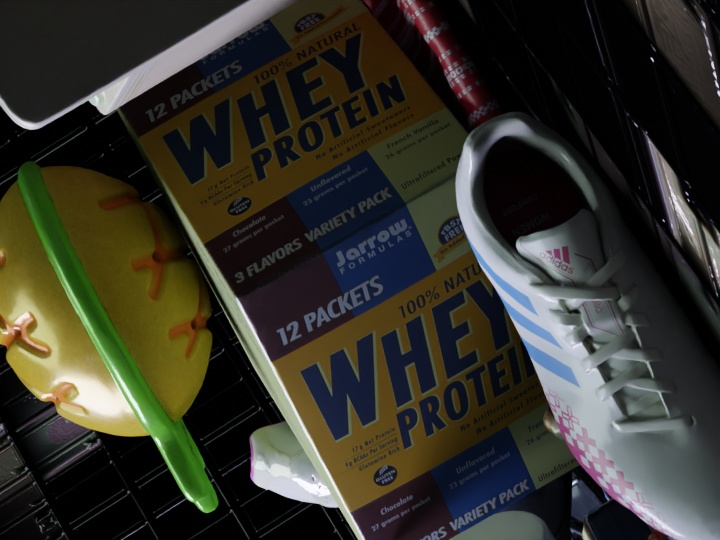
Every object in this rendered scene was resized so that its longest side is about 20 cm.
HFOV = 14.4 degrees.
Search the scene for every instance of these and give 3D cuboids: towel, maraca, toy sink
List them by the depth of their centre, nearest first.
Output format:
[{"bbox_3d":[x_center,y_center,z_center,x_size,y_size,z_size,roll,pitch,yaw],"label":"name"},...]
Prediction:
[{"bbox_3d":[-0.106,-0.154,1.283,0.131,0.200,0.112,57,166,0],"label":"toy sink"},{"bbox_3d":[0.018,-0.129,1.399,0.200,0.022,0.145,58,177,3],"label":"towel"},{"bbox_3d":[-0.122,0.033,1.437,0.200,0.107,0.137,63,-178,-25],"label":"maraca"}]

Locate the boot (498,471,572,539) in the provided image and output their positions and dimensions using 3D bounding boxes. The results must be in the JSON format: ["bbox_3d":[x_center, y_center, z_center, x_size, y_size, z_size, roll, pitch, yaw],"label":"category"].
[{"bbox_3d":[0.079,0.146,1.557,0.168,0.076,0.201,68,-158,-61],"label":"boot"}]

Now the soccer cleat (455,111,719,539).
[{"bbox_3d":[0.096,0.023,1.162,0.200,0.070,0.086,57,178,16],"label":"soccer cleat"}]

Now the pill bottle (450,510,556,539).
[{"bbox_3d":[0.102,0.230,1.478,0.200,0.119,0.120,58,178,-20],"label":"pill bottle"}]

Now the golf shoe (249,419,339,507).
[{"bbox_3d":[0.003,0.092,1.589,0.200,0.091,0.076,-5,-85,-71],"label":"golf shoe"}]

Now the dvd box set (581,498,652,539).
[{"bbox_3d":[0.167,0.193,1.528,0.147,0.029,0.200,58,178,11],"label":"dvd box set"}]

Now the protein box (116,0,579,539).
[{"bbox_3d":[0.000,0.000,1.423,0.199,0.135,0.200,55,173,51],"label":"protein box"}]

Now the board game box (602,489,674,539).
[{"bbox_3d":[0.162,0.123,1.529,0.135,0.034,0.200,56,177,30],"label":"board game box"}]

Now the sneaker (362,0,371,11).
[{"bbox_3d":[-0.038,-0.177,1.587,0.076,0.115,0.201,-27,-66,-52],"label":"sneaker"}]

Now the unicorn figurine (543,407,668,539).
[{"bbox_3d":[0.134,0.080,1.281,0.137,0.074,0.200,46,-174,29],"label":"unicorn figurine"}]

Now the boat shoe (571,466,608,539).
[{"bbox_3d":[0.131,0.126,1.721,0.200,0.062,0.075,54,173,46],"label":"boat shoe"}]
